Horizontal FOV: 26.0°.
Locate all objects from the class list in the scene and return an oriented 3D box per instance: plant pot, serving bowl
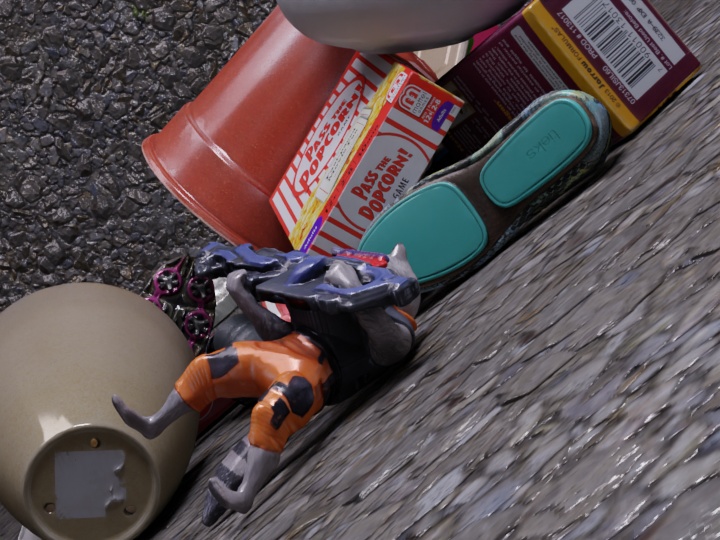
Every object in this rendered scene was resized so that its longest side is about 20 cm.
[{"bbox_3d":[-0.047,-0.126,1.322,0.195,0.201,0.201,-52,1,13],"label":"plant pot"},{"bbox_3d":[0.035,-0.199,1.148,0.200,0.066,0.200,-6,16,2],"label":"serving bowl"},{"bbox_3d":[-0.200,0.123,1.133,0.187,0.187,0.200,-40,17,0],"label":"plant pot"}]

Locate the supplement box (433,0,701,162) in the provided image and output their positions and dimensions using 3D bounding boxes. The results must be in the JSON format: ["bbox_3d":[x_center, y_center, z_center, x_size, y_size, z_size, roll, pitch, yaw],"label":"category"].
[{"bbox_3d":[0.134,-0.132,1.122,0.086,0.110,0.200,-41,4,-26],"label":"supplement box"}]

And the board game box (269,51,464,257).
[{"bbox_3d":[-0.001,-0.083,1.146,0.152,0.046,0.200,-59,15,7],"label":"board game box"}]

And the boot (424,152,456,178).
[{"bbox_3d":[0.121,-0.112,1.377,0.162,0.073,0.198,-47,4,-15],"label":"boot"}]

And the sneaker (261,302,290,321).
[{"bbox_3d":[0.000,0.000,1.180,0.116,0.078,0.200,-40,5,17],"label":"sneaker"}]

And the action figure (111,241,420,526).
[{"bbox_3d":[-0.047,0.049,0.922,0.193,0.105,0.200,-37,27,-21],"label":"action figure"}]

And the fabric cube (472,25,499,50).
[{"bbox_3d":[0.080,-0.212,1.908,0.199,0.200,0.196,-39,3,-9],"label":"fabric cube"}]

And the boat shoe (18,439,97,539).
[{"bbox_3d":[-0.247,0.199,1.328,0.069,0.071,0.200,-38,6,19],"label":"boat shoe"}]

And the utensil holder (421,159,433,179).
[{"bbox_3d":[0.008,-0.137,1.616,0.170,0.170,0.200,-42,-18,-19],"label":"utensil holder"}]

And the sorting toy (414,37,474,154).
[{"bbox_3d":[0.050,-0.153,1.426,0.185,0.036,0.200,-30,38,57],"label":"sorting toy"}]

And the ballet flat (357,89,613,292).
[{"bbox_3d":[0.086,-0.047,1.029,0.200,0.074,0.074,-33,7,26],"label":"ballet flat"}]

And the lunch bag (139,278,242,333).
[{"bbox_3d":[-0.204,0.090,1.641,0.200,0.139,0.168,-42,4,-21],"label":"lunch bag"}]

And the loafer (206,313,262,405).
[{"bbox_3d":[-0.093,0.071,1.298,0.068,0.070,0.201,-42,4,-15],"label":"loafer"}]

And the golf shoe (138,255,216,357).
[{"bbox_3d":[-0.176,0.085,1.360,0.092,0.073,0.200,166,119,-81],"label":"golf shoe"}]

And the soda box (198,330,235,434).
[{"bbox_3d":[-0.181,0.137,1.454,0.200,0.063,0.070,-41,3,-2],"label":"soda box"}]

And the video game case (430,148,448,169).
[{"bbox_3d":[0.110,-0.129,1.505,0.200,0.018,0.143,-46,-23,-55],"label":"video game case"}]
